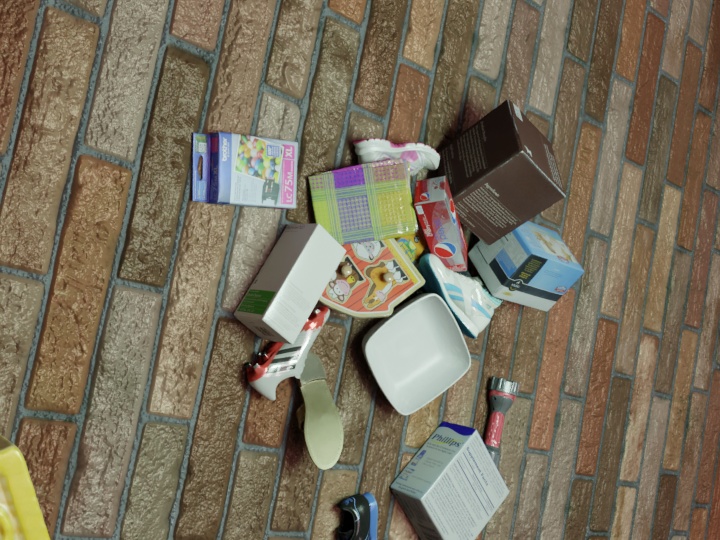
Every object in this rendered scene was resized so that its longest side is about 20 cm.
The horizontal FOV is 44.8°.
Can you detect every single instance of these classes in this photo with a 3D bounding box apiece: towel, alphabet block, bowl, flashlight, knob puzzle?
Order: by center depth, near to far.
[{"bbox_3d":[-0.544,0.341,1.164,0.193,0.198,0.201,-25,107,-35],"label":"alphabet block"},{"bbox_3d":[0.000,0.000,1.630,0.214,0.031,0.225,5,68,-13],"label":"knob puzzle"},{"bbox_3d":[0.008,-0.125,1.635,0.195,0.023,0.147,-10,89,-8],"label":"towel"},{"bbox_3d":[0.102,0.158,1.736,0.198,0.074,0.202,-34,114,-13],"label":"bowl"},{"bbox_3d":[0.301,0.340,1.933,0.067,0.067,0.205,21,79,-38],"label":"flashlight"}]

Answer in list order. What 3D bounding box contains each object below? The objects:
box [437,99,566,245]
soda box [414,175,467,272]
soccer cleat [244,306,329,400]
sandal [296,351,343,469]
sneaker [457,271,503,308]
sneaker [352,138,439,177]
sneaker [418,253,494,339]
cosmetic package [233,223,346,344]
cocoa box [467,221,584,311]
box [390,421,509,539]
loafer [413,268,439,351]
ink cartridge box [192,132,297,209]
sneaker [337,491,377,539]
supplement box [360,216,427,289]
[{"bbox_3d":[0.279,-0.195,1.769,0.163,0.198,0.168,36,35,-34],"label":"box"},{"bbox_3d":[0.159,-0.086,1.707,0.202,0.062,0.071,66,22,-44],"label":"soda box"},{"bbox_3d":[-0.121,0.147,1.580,0.200,0.068,0.086,-44,112,-23],"label":"soccer cleat"},{"bbox_3d":[-0.086,0.263,1.621,0.076,0.070,0.216,-7,75,-23],"label":"sandal"},{"bbox_3d":[0.205,0.045,1.834,0.198,0.078,0.087,29,114,-21],"label":"sneaker"},{"bbox_3d":[0.070,-0.207,1.716,0.196,0.081,0.091,1,93,-31],"label":"sneaker"},{"bbox_3d":[0.188,0.038,1.734,0.081,0.076,0.201,-44,112,-16],"label":"sneaker"},{"bbox_3d":[-0.124,0.021,1.547,0.085,0.107,0.203,41,66,-31],"label":"cosmetic package"},{"bbox_3d":[0.358,-0.017,1.882,0.197,0.135,0.132,15,126,-41],"label":"cocoa box"},{"bbox_3d":[0.189,0.457,1.825,0.200,0.104,0.186,-43,117,-28],"label":"box"},{"bbox_3d":[0.146,0.091,1.796,0.062,0.071,0.203,-32,114,-26],"label":"loafer"},{"bbox_3d":[-0.199,-0.173,1.520,0.197,0.042,0.122,1,91,-37],"label":"ink cartridge box"},{"bbox_3d":[-0.005,0.538,1.700,0.077,0.070,0.205,-6,91,-33],"label":"sneaker"},{"bbox_3d":[0.053,-0.018,1.715,0.201,0.068,0.067,-52,123,-27],"label":"supplement box"}]
